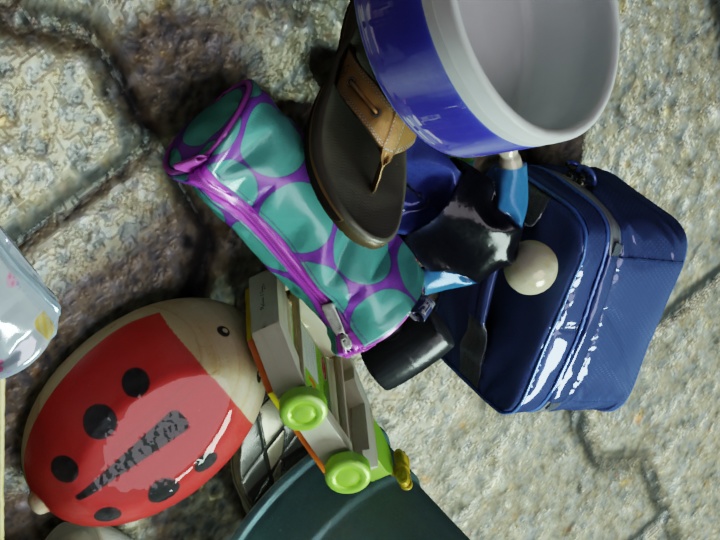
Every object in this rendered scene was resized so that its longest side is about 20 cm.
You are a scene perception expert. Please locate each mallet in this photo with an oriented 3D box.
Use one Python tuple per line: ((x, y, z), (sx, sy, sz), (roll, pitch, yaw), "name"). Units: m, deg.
((0.000, 0.000, 1.345), (0.066, 0.041, 0.200), (-28, 120, 6), "mallet")

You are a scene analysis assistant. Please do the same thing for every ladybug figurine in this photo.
((-0.148, 0.106, 1.295), (0.200, 0.072, 0.136), (-42, 112, 0), "ladybug figurine")

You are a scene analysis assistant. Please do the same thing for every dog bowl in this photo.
((0.086, -0.177, 1.231), (0.200, 0.079, 0.201), (13, 73, -49), "dog bowl")

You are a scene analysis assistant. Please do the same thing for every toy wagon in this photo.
((-0.022, 0.090, 1.340), (0.039, 0.155, 0.200), (-23, 125, 12), "toy wagon")

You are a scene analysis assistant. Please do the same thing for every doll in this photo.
((0.062, -0.047, 1.322), (0.200, 0.048, 0.137), (37, 109, -16), "doll")

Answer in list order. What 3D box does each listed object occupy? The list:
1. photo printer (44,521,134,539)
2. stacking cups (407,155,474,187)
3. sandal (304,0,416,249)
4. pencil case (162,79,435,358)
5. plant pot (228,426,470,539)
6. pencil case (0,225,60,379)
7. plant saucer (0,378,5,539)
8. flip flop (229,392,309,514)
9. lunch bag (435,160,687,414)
((-0.178, 0.289, 1.347), (0.069, 0.200, 0.166), (-15, 138, 20), "photo printer")
((0.049, -0.076, 1.370), (0.060, 0.061, 0.200), (9, 118, -42), "stacking cups")
((0.017, -0.113, 1.239), (0.082, 0.055, 0.200), (28, 64, -28), "sandal")
((-0.042, -0.031, 1.257), (0.200, 0.085, 0.093), (47, 42, -23), "pencil case")
((0.019, 0.254, 1.423), (0.200, 0.196, 0.200), (-39, 154, -24), "plant pot")
((-0.257, -0.020, 1.137), (0.091, 0.083, 0.200), (-24, 134, -1), "pencil case")
((-0.334, 0.154, 1.223), (0.200, 0.048, 0.200), (-14, 127, -31), "plant saucer")
((-0.069, 0.144, 1.426), (0.081, 0.058, 0.200), (-37, 150, -17), "flip flop")
((0.146, 0.009, 1.438), (0.132, 0.136, 0.200), (-1, 118, -38), "lunch bag")
